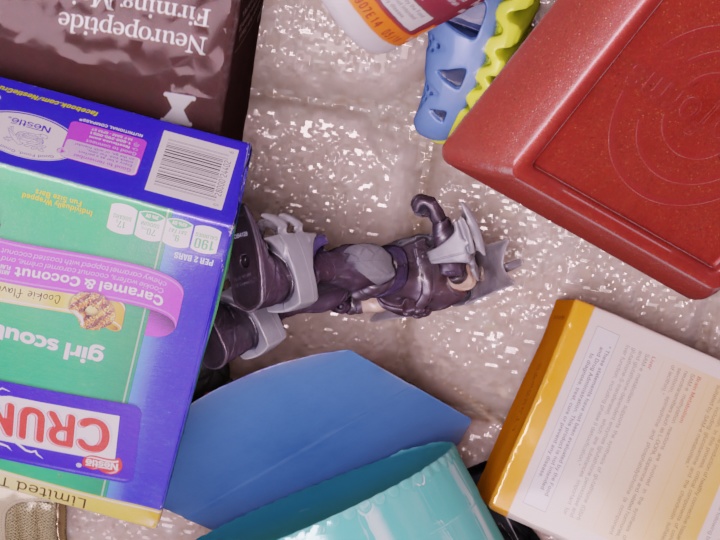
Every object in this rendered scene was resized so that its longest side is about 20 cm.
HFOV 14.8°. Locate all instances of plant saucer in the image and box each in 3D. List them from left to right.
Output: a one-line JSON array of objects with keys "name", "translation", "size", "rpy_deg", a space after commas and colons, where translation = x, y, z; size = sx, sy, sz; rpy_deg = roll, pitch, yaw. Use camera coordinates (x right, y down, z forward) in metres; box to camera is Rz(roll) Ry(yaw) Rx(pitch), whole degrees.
[{"name": "plant saucer", "translation": [0.177, -0.086, 1.456], "size": [0.199, 0.037, 0.200], "rpy_deg": [28, 111, -31]}]

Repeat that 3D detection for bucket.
[{"name": "bucket", "translation": [-0.006, 0.186, 1.469], "size": [0.207, 0.207, 0.135], "rpy_deg": [-23, 92, 12]}]

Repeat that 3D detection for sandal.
[{"name": "sandal", "translation": [0.058, -0.166, 1.461], "size": [0.087, 0.079, 0.201], "rpy_deg": [16, 103, 5]}]

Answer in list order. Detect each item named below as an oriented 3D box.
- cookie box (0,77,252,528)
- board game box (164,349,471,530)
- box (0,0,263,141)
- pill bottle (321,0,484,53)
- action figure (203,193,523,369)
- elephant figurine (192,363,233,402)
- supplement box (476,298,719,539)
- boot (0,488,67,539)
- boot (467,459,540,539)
[{"name": "cookie box", "translation": [-0.157, 0.014, 1.369], "size": [0.171, 0.075, 0.200], "rpy_deg": [15, 127, -2]}, {"name": "board game box", "translation": [-0.040, 0.086, 1.533], "size": [0.158, 0.039, 0.200], "rpy_deg": [-31, 147, 20]}, {"name": "box", "translation": [-0.136, -0.141, 1.431], "size": [0.165, 0.164, 0.201], "rpy_deg": [10, 110, 1]}, {"name": "pill bottle", "translation": [0.067, -0.199, 1.356], "size": [0.200, 0.114, 0.114], "rpy_deg": [-27, 105, 17]}, {"name": "action figure", "translation": [0.000, 0.000, 1.477], "size": [0.130, 0.200, 0.070], "rpy_deg": [-31, 73, 42]}, {"name": "elephant figurine", "translation": [-0.179, 0.029, 1.516], "size": [0.199, 0.142, 0.156], "rpy_deg": [-10, 94, 1]}, {"name": "supplement box", "translation": [0.179, 0.110, 1.526], "size": [0.199, 0.074, 0.126], "rpy_deg": [24, 87, -4]}, {"name": "boot", "translation": [-0.244, 0.090, 1.569], "size": [0.155, 0.073, 0.201], "rpy_deg": [-2, 111, 6]}, {"name": "boot", "translation": [0.022, 0.214, 1.604], "size": [0.199, 0.066, 0.165], "rpy_deg": [-24, 110, 6]}]
